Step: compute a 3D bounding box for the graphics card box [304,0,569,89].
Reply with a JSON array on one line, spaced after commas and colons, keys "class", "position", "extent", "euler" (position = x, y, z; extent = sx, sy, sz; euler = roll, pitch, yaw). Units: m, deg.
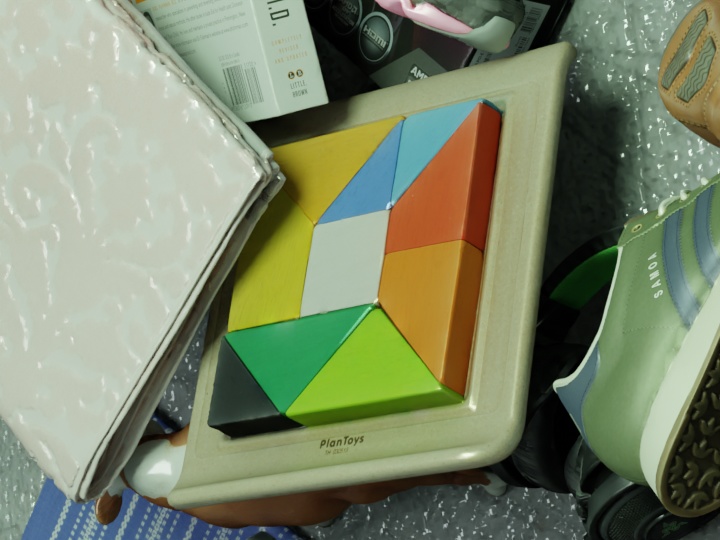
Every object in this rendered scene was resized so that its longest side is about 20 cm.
[{"class": "graphics card box", "position": [0.054, -0.174, 1.284], "extent": [0.125, 0.051, 0.201], "euler": [44, 118, 38]}]

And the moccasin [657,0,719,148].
[{"class": "moccasin", "position": [0.201, -0.042, 1.012], "extent": [0.074, 0.200, 0.078], "euler": [-56, 30, 20]}]

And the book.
[{"class": "book", "position": [-0.075, -0.164, 1.280], "extent": [0.133, 0.048, 0.201], "euler": [-1, 103, 67]}]

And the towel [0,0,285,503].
[{"class": "towel", "position": [-0.137, -0.030, 1.287], "extent": [0.200, 0.032, 0.192], "euler": [47, 117, 29]}]

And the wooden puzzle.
[{"class": "wooden puzzle", "position": [0.000, 0.000, 1.210], "extent": [0.184, 0.037, 0.201], "euler": [-12, 55, 40]}]

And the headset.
[{"class": "headset", "position": [0.090, 0.072, 1.190], "extent": [0.123, 0.094, 0.201], "euler": [33, 98, 43]}]

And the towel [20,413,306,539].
[{"class": "towel", "position": [-0.102, 0.157, 1.436], "extent": [0.200, 0.024, 0.146], "euler": [36, 109, 40]}]

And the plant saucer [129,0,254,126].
[{"class": "plant saucer", "position": [-0.084, -0.091, 1.416], "extent": [0.200, 0.036, 0.202], "euler": [-1, 89, 53]}]

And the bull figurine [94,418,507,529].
[{"class": "bull figurine", "position": [-0.031, 0.083, 1.294], "extent": [0.199, 0.121, 0.066], "euler": [-8, 80, 45]}]

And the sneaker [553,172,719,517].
[{"class": "sneaker", "position": [0.138, -0.013, 1.099], "extent": [0.090, 0.067, 0.201], "euler": [30, 95, 48]}]

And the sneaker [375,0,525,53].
[{"class": "sneaker", "position": [0.019, -0.179, 1.240], "extent": [0.095, 0.079, 0.200], "euler": [-48, 55, 18]}]

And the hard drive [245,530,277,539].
[{"class": "hard drive", "position": [-0.054, 0.237, 1.341], "extent": [0.132, 0.026, 0.200], "euler": [43, 119, 14]}]
